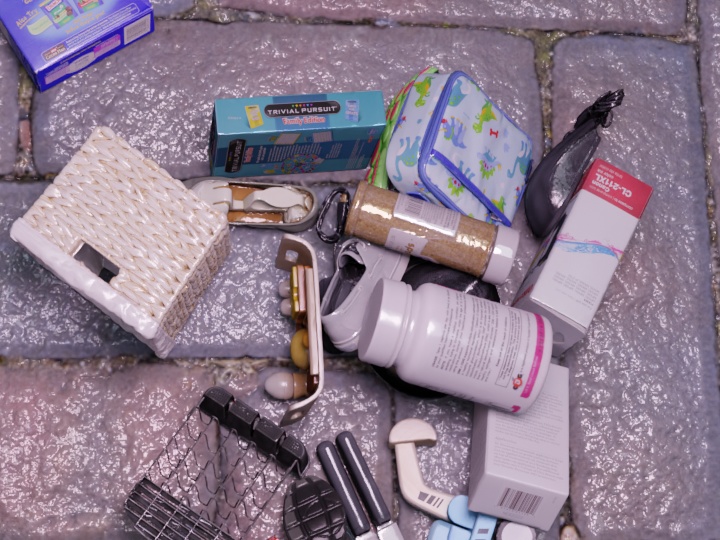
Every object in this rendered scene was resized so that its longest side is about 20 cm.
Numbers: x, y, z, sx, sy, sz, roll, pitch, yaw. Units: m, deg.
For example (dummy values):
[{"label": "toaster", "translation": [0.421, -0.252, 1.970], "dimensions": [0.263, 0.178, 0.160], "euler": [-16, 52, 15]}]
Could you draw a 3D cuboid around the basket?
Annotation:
[{"label": "basket", "translation": [-0.259, -0.028, 1.545], "dimensions": [0.197, 0.200, 0.162], "euler": [36, 79, 3]}]

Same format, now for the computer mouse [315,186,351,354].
[{"label": "computer mouse", "translation": [-0.026, -0.001, 1.652], "dimensions": [0.058, 0.034, 0.203], "euler": [1, 86, -20]}]

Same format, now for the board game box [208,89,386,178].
[{"label": "board game box", "translation": [-0.079, -0.162, 1.643], "dimensions": [0.197, 0.151, 0.048], "euler": [-4, 75, -11]}]

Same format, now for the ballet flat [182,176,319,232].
[{"label": "ballet flat", "translation": [-0.146, -0.085, 1.658], "dimensions": [0.197, 0.064, 0.068], "euler": [3, 75, -8]}]

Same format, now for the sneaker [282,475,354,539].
[{"label": "sneaker", "translation": [-0.034, 0.331, 1.567], "dimensions": [0.075, 0.080, 0.201], "euler": [-21, 60, -9]}]

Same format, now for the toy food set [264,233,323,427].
[{"label": "toy food set", "translation": [-0.082, 0.071, 1.585], "dimensions": [0.060, 0.144, 0.203], "euler": [-2, 76, -8]}]

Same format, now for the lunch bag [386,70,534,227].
[{"label": "lunch bag", "translation": [0.122, -0.129, 1.656], "dimensions": [0.200, 0.082, 0.162], "euler": [41, 64, -41]}]

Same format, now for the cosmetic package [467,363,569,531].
[{"label": "cosmetic package", "translation": [0.184, 0.192, 1.588], "dimensions": [0.100, 0.072, 0.201], "euler": [16, 41, -4]}]

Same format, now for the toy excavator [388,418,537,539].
[{"label": "toy excavator", "translation": [0.105, 0.289, 1.592], "dimensions": [0.198, 0.100, 0.197], "euler": [19, 72, 5]}]

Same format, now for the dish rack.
[{"label": "dish rack", "translation": [-0.164, 0.239, 1.549], "dimensions": [0.152, 0.055, 0.201], "euler": [32, 63, 10]}]

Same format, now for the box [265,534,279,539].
[{"label": "box", "translation": [-0.078, 0.406, 1.523], "dimensions": [0.099, 0.096, 0.201], "euler": [-36, 83, -15]}]

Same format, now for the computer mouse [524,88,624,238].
[{"label": "computer mouse", "translation": [0.251, -0.135, 1.702], "dimensions": [0.052, 0.139, 0.201], "euler": [29, 76, -1]}]

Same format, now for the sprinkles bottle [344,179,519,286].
[{"label": "sprinkles bottle", "translation": [0.082, -0.044, 1.590], "dimensions": [0.198, 0.068, 0.069], "euler": [18, 73, -1]}]

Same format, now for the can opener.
[{"label": "can opener", "translation": [0.012, 0.282, 1.585], "dimensions": [0.053, 0.067, 0.202], "euler": [-23, 81, -15]}]

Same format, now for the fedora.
[{"label": "fedora", "translation": [0.094, 0.052, 1.636], "dimensions": [0.198, 0.092, 0.204], "euler": [4, 77, -16]}]

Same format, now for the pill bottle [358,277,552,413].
[{"label": "pill bottle", "translation": [0.104, 0.080, 1.528], "dimensions": [0.198, 0.113, 0.115], "euler": [16, 73, -10]}]

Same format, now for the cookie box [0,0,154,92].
[{"label": "cookie box", "translation": [-0.374, -0.350, 1.683], "dimensions": [0.170, 0.075, 0.201], "euler": [-31, 83, -15]}]

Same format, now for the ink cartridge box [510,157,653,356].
[{"label": "ink cartridge box", "translation": [0.261, -0.014, 1.664], "dimensions": [0.082, 0.146, 0.202], "euler": [28, 72, 0]}]

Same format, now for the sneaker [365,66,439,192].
[{"label": "sneaker", "translation": [0.065, -0.157, 1.715], "dimensions": [0.083, 0.077, 0.202], "euler": [21, 80, -15]}]

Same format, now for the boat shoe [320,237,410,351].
[{"label": "boat shoe", "translation": [0.000, 0.000, 1.614], "dimensions": [0.069, 0.071, 0.201], "euler": [52, 51, -33]}]
